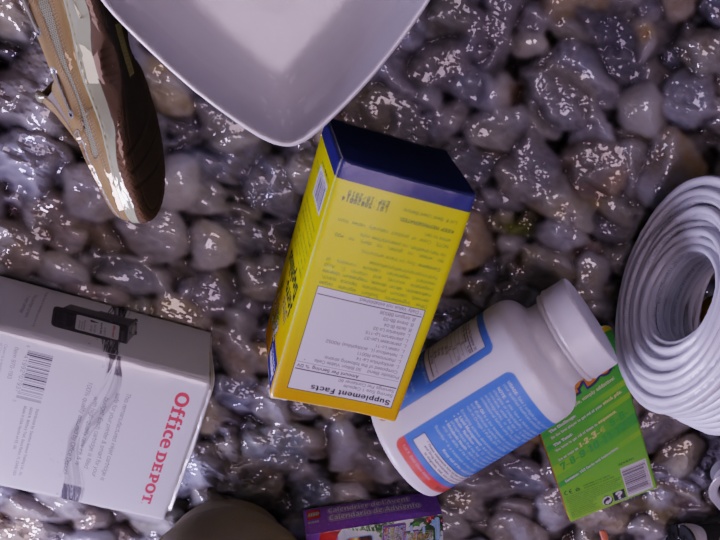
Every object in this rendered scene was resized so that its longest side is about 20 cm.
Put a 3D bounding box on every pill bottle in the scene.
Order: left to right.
[{"bbox_3d":[0.114,0.097,0.769,0.199,0.113,0.112,-34,115,17],"label":"pill bottle"}]

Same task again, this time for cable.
[{"bbox_3d":[0.280,0.025,0.723,0.068,0.202,0.201,16,134,-14],"label":"cable"}]

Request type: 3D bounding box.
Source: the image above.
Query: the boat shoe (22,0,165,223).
[{"bbox_3d":[-0.201,-0.131,0.662,0.075,0.072,0.204,-6,109,11],"label":"boat shoe"}]

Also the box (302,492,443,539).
[{"bbox_3d":[0.018,0.323,0.911,0.134,0.039,0.203,-7,115,-6],"label":"box"}]

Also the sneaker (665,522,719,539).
[{"bbox_3d":[0.370,0.357,0.962,0.078,0.074,0.204,-7,115,-11],"label":"sneaker"}]

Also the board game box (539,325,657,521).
[{"bbox_3d":[0.218,0.146,0.866,0.094,0.030,0.202,-22,118,2],"label":"board game box"}]

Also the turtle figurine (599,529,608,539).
[{"bbox_3d":[0.209,0.374,0.951,0.158,0.064,0.204,-7,97,-1],"label":"turtle figurine"}]

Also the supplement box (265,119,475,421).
[{"bbox_3d":[0.000,0.000,0.721,0.107,0.110,0.203,13,112,-14],"label":"supplement box"}]

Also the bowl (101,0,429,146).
[{"bbox_3d":[-0.060,-0.216,0.632,0.199,0.075,0.200,38,104,-21],"label":"bowl"}]

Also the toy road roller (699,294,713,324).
[{"bbox_3d":[0.361,0.110,0.788,0.145,0.203,0.122,-35,156,35],"label":"toy road roller"}]

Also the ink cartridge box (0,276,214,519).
[{"bbox_3d":[-0.234,0.107,0.749,0.197,0.084,0.147,17,111,-16],"label":"ink cartridge box"}]

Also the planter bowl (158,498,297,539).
[{"bbox_3d":[-0.124,0.301,0.827,0.196,0.135,0.204,-3,115,-7],"label":"planter bowl"}]

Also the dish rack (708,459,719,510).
[{"bbox_3d":[0.457,0.198,0.893,0.199,0.044,0.171,-35,122,22],"label":"dish rack"}]
